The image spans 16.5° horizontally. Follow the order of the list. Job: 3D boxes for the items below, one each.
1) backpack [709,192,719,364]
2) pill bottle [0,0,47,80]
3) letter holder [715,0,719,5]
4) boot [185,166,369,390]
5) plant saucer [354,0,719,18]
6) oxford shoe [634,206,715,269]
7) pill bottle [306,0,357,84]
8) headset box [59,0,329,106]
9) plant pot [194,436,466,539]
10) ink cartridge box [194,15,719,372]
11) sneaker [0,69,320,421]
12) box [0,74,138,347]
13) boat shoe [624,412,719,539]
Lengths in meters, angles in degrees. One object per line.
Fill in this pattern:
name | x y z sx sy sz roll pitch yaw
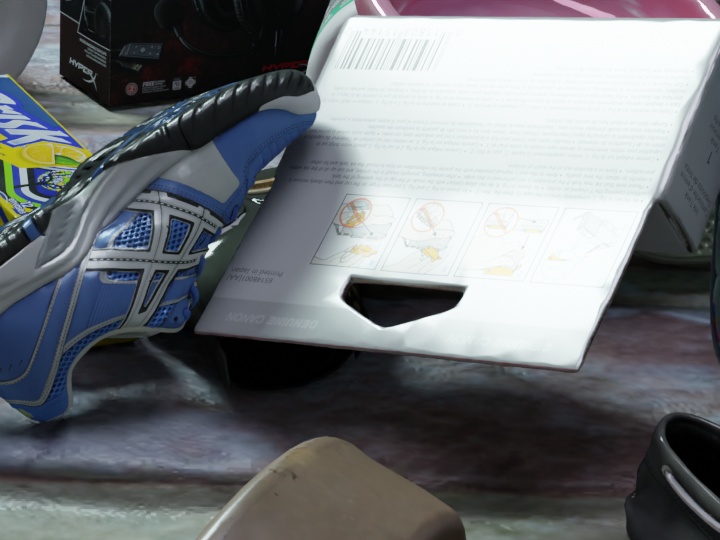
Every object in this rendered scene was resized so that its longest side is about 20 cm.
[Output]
backpack | 0.231 -0.004 1.043 0.153 0.176 0.200 -1 13 -10
pill bottle | -0.288 -0.172 1.454 0.200 0.114 0.114 21 28 37
letter holder | 0.270 -0.186 1.416 0.200 0.142 0.101 -34 3 31
boot | 0.000 0.000 1.151 0.200 0.078 0.138 -17 33 -17
plant saucer | 0.091 -0.110 1.231 0.200 0.051 0.201 11 34 -8
oxford shoe | 0.218 -0.030 1.255 0.200 0.075 0.058 1 -2 -9
pill bottle | 0.034 -0.129 1.403 0.113 0.113 0.200 5 22 3
headset box | -0.096 -0.208 1.462 0.149 0.200 0.077 -9 25 -30
plant pot | 0.016 0.166 0.608 0.175 0.200 0.200 28 28 14
ink cartridge box | 0.048 -0.028 1.050 0.200 0.045 0.176 5 59 37
sneaker | -0.093 -0.015 1.068 0.200 0.077 0.076 -39 11 -17
box | -0.167 -0.032 1.185 0.064 0.070 0.200 -6 24 -26
boat shoe | 0.174 0.111 0.906 0.067 0.057 0.200 -16 29 -39
